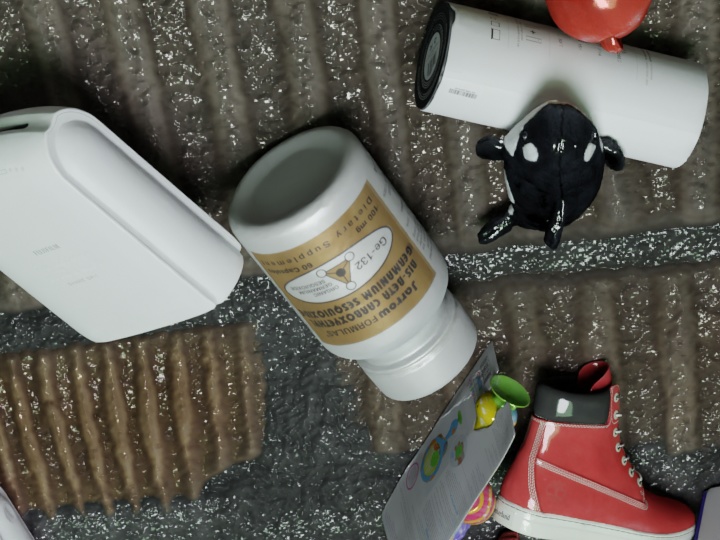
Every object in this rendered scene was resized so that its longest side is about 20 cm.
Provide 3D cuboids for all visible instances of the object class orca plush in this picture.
[{"bbox_3d":[0.124,-0.048,1.650,0.105,0.071,0.200,13,158,-16],"label":"orca plush"}]

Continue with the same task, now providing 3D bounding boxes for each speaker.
[{"bbox_3d":[0.145,-0.132,1.642,0.199,0.081,0.081,11,124,-14],"label":"speaker"}]

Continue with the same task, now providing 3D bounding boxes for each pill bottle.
[{"bbox_3d":[0.000,0.000,1.707,0.114,0.115,0.200,-28,123,15],"label":"pill bottle"}]

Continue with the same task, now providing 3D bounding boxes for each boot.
[{"bbox_3d":[0.210,0.151,1.866,0.200,0.072,0.145,13,98,-35],"label":"boot"}]

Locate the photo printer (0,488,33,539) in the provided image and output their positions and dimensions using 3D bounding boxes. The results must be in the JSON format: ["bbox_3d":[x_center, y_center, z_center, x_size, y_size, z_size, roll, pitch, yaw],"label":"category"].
[{"bbox_3d":[-0.338,0.263,1.891,0.166,0.070,0.200,-19,125,10],"label":"photo printer"}]

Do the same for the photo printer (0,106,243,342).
[{"bbox_3d":[-0.205,-0.036,1.659,0.166,0.070,0.200,-15,133,45],"label":"photo printer"}]

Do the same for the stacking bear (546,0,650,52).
[{"bbox_3d":[0.136,-0.235,1.546,0.113,0.122,0.200,-27,131,12],"label":"stacking bear"}]

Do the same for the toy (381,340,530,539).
[{"bbox_3d":[0.083,0.168,1.836,0.047,0.115,0.200,14,124,-19],"label":"toy"}]

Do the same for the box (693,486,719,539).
[{"bbox_3d":[0.348,0.304,1.903,0.105,0.184,0.200,-9,128,26],"label":"box"}]

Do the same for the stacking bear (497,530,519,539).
[{"bbox_3d":[0.032,0.288,1.930,0.199,0.122,0.114,1,119,7],"label":"stacking bear"}]
